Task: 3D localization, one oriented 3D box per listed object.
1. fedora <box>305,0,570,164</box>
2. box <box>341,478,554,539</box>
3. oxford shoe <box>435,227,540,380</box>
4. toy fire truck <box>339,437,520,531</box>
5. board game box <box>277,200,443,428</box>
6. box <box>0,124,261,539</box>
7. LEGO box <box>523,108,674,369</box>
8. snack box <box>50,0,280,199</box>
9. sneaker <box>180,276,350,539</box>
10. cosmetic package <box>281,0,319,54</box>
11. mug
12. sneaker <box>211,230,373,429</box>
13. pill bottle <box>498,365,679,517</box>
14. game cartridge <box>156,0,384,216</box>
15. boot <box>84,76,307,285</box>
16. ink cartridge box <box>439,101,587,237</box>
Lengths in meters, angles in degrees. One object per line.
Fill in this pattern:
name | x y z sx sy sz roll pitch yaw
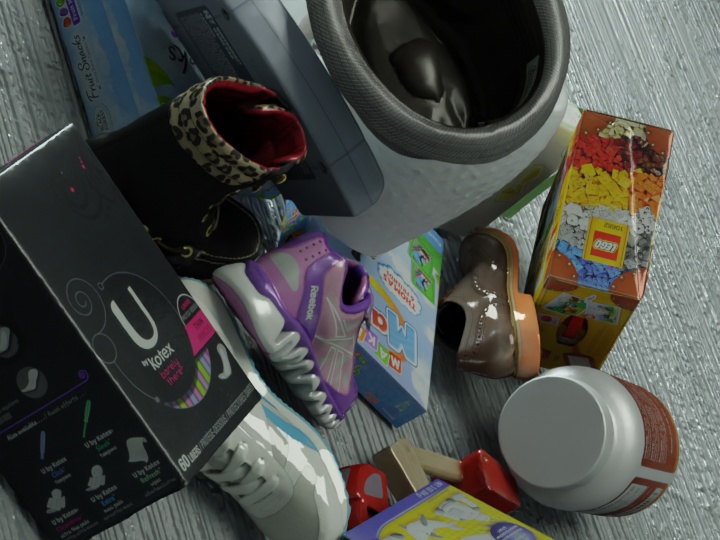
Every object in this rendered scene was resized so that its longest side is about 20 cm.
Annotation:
fedora | 0.041 -0.152 1.372 0.176 0.090 0.201 -24 80 -25
box | 0.094 0.209 1.327 0.200 0.049 0.117 27 28 26
oxford shoe | 0.094 0.021 1.701 0.200 0.073 0.072 -105 -167 -64
toy fire truck | 0.040 0.170 1.491 0.200 0.049 0.141 35 36 -38
board game box | 0.000 0.000 1.600 0.151 0.037 0.200 45 32 -27
box | -0.169 0.038 1.208 0.200 0.106 0.122 55 28 -9
LEGO box | 0.186 -0.017 1.711 0.077 0.200 0.149 14 68 0
snack box | -0.122 -0.145 1.500 0.200 0.068 0.169 7 60 -56
sneaker | -0.086 0.104 1.329 0.200 0.076 0.081 53 34 1
cosmetic package | -0.018 -0.205 1.728 0.102 0.074 0.200 45 33 -25
mug | 0.037 -0.128 1.497 0.200 0.175 0.148 45 32 -32
sneaker | -0.026 0.036 1.410 0.081 0.088 0.200 49 -6 28
pill bottle | 0.176 0.133 1.646 0.200 0.112 0.113 23 43 -67
game cartridge | -0.061 -0.125 1.391 0.200 0.041 0.133 57 -14 -15
boot | -0.096 -0.057 1.363 0.200 0.150 0.073 25 51 -46
ink cartridge box | 0.136 -0.085 1.787 0.200 0.145 0.048 17 41 -53
